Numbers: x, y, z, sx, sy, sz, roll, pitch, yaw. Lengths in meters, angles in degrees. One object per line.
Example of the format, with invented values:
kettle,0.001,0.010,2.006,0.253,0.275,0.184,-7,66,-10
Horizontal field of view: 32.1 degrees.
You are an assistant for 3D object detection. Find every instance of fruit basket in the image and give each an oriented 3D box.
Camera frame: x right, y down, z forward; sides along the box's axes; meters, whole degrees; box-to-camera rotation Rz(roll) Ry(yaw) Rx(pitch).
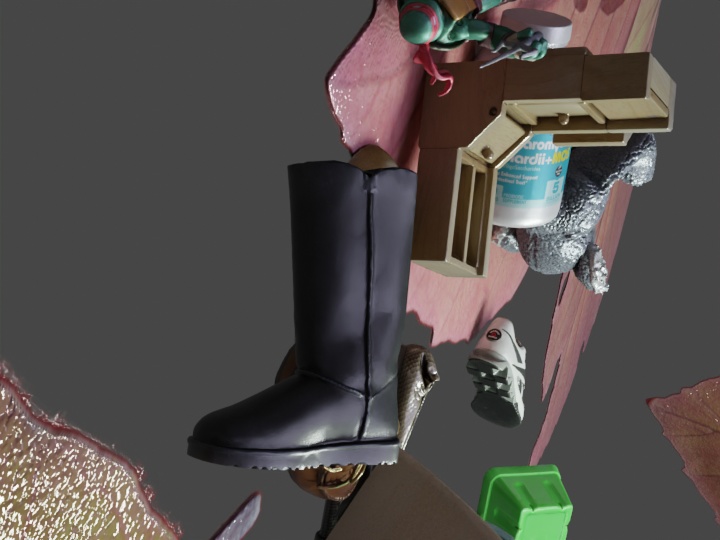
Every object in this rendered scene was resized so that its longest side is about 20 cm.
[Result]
fruit basket,0.241,0.391,1.969,0.215,0.154,0.218,-179,-90,-67

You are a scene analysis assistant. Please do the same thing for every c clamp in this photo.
c clamp,-0.012,0.185,1.126,0.171,0.027,0.202,-25,128,-68

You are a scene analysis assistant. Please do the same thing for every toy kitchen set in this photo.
toy kitchen set,0.172,-0.080,1.094,0.163,0.199,0.182,21,73,-58

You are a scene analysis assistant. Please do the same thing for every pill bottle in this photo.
pill bottle,0.159,-0.152,1.240,0.111,0.110,0.201,-44,144,-59

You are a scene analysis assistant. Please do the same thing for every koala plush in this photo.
koala plush,0.224,-0.070,1.446,0.184,0.177,0.201,-49,152,-32

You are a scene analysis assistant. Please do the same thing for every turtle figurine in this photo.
turtle figurine,0.076,-0.219,0.958,0.150,0.100,0.200,54,36,-14

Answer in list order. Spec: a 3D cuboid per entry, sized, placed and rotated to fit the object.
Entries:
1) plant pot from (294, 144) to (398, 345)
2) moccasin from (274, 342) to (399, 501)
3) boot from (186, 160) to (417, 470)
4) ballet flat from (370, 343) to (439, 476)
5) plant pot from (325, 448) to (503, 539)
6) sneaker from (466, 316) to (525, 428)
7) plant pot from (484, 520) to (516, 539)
plant pot,0.000,0.000,1.011,0.200,0.027,0.202,16,90,-73
moccasin,-0.016,0.125,0.975,0.202,0.077,0.074,89,25,-51
boot,-0.036,0.026,0.830,0.164,0.065,0.202,4,91,-41
ballet flat,0.040,0.171,1.231,0.067,0.046,0.202,-59,161,-83
plant pot,0.056,0.315,1.131,0.200,0.176,0.200,-53,156,-26
sneaker,0.188,0.135,1.631,0.201,0.074,0.089,79,33,-55
plant pot,0.108,0.397,1.439,0.196,0.199,0.201,79,30,-71
